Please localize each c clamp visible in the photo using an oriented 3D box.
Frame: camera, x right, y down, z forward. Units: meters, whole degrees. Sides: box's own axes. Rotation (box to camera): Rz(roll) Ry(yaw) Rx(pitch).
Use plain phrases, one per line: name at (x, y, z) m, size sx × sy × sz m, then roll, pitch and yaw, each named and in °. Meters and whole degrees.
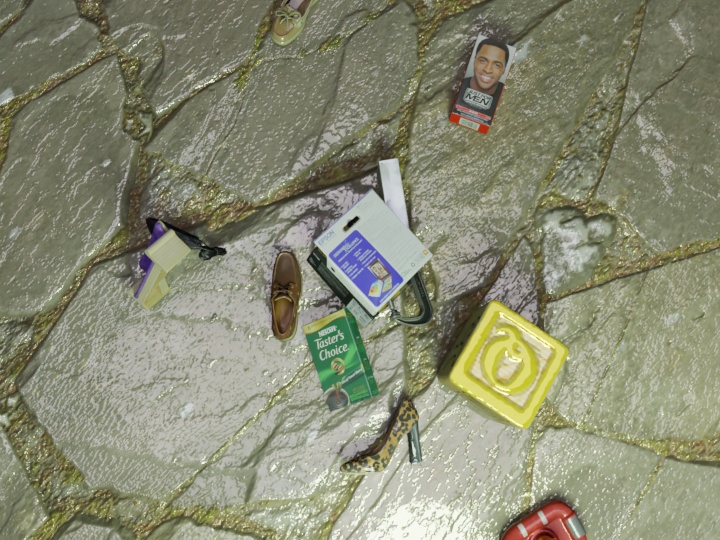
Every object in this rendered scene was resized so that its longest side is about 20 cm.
c clamp at (0.073, 0.037, 1.651) m, size 0.168 × 0.027 × 0.204 m, roll -10°, pitch 68°, yaw -37°

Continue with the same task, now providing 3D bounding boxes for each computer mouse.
computer mouse at (-0.403, -0.061, 1.677) m, size 0.196 × 0.140 × 0.047 m, roll 23°, pitch 96°, yaw 2°

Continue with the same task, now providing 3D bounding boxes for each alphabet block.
alphabet block at (0.296, 0.201, 1.610) m, size 0.194 × 0.200 × 0.198 m, roll 30°, pitch 83°, yaw 3°

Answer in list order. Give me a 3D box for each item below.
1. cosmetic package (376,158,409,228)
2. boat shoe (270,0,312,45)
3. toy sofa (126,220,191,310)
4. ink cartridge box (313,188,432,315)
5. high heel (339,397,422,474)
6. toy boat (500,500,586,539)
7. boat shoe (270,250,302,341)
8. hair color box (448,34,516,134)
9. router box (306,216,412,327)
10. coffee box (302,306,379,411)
cosmetic package at (0.077, -0.143, 1.721) m, size 0.049 × 0.083 × 0.206 m, roll -8°, pitch 83°, yaw -2°
boat shoe at (-0.151, -0.631, 1.792) m, size 0.072 × 0.063 × 0.203 m, roll 29°, pitch 83°, yaw 2°
toy sofa at (-0.448, -0.009, 1.630) m, size 0.097 × 0.200 × 0.083 m, roll 43°, pitch 50°, yaw -1°
ink cartridge box at (0.026, -0.042, 1.614) m, size 0.200 × 0.043 × 0.198 m, roll 47°, pitch 63°, yaw 3°
high heel at (0.039, 0.363, 1.651) m, size 0.195 × 0.071 × 0.147 m, roll -8°, pitch 89°, yaw -19°
toy boat at (0.392, 0.588, 1.601) m, size 0.197 × 0.131 × 0.132 m, roll -30°, pitch 83°, yaw -5°
boat shoe at (-0.167, 0.055, 1.696) m, size 0.070 × 0.068 × 0.206 m, roll 1°, pitch 82°, yaw -1°
hair color box at (0.286, -0.437, 1.775) m, size 0.099 × 0.061 × 0.205 m, roll 19°, pitch 82°, yaw 3°
router box at (0.000, 0.000, 1.680) m, size 0.201 × 0.052 × 0.157 m, roll 48°, pitch 53°, yaw 4°
coffee box at (-0.045, 0.196, 1.667) m, size 0.121 × 0.044 × 0.205 m, roll -21°, pitch 82°, yaw 27°
